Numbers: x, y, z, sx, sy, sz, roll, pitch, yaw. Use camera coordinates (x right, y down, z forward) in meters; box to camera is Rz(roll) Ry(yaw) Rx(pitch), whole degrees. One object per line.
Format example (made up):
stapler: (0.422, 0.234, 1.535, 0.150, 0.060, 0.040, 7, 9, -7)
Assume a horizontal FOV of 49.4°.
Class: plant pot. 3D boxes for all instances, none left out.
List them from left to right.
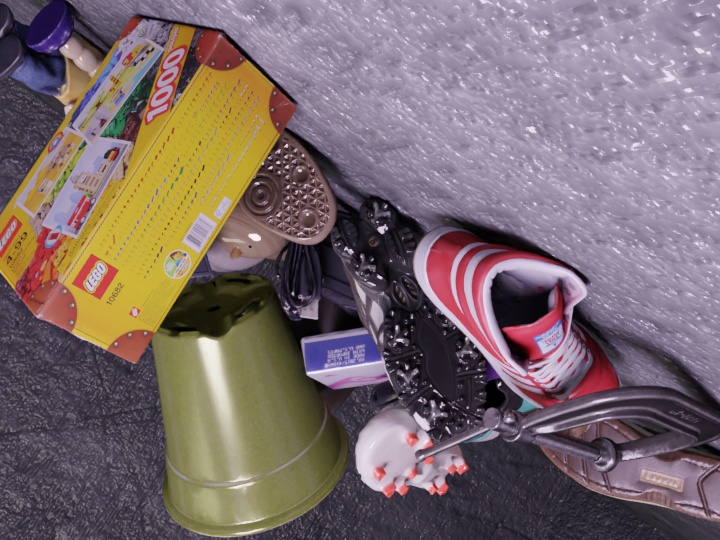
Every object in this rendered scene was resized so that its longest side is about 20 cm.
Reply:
plant pot: (-0.122, 0.113, 0.766, 0.199, 0.197, 0.194, 26, 133, 53)

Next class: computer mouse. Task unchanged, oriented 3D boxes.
computer mouse: (0.000, 0.000, 0.731, 0.052, 0.142, 0.199, -16, 152, 28)

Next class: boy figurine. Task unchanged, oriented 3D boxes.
boy figurine: (-0.297, -0.199, 0.801, 0.126, 0.064, 0.199, 63, -164, 17)

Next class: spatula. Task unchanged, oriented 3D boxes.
spatula: (0.062, 0.084, 0.661, 0.020, 0.058, 0.200, 4, 155, -29)

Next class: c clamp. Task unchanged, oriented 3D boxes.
c clamp: (0.164, 0.115, 0.562, 0.197, 0.028, 0.170, 20, 142, -37)

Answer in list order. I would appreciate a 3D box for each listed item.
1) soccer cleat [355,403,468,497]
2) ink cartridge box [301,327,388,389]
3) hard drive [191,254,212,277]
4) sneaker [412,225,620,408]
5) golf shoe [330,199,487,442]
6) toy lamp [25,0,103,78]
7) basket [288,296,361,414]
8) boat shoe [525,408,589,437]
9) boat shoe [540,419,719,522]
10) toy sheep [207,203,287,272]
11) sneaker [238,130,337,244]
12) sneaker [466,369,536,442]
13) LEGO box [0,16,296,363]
soccer cleat: (0.032, 0.144, 0.658, 0.078, 0.069, 0.200, 47, -177, 29)
ink cartridge box: (0.055, 0.085, 0.789, 0.192, 0.044, 0.200, -10, 164, 7)
hard drive: (-0.208, -0.073, 0.716, 0.199, 0.042, 0.137, 29, 138, 48)
sneaker: (0.127, 0.050, 0.521, 0.199, 0.072, 0.112, 39, 176, -20)
golf shoe: (0.042, 0.043, 0.625, 0.095, 0.076, 0.203, 79, 169, -69)
toy lamp: (-0.235, -0.178, 0.774, 0.058, 0.059, 0.200, 28, 169, 40)
basket: (-0.037, 0.070, 0.955, 0.179, 0.202, 0.136, 36, 173, -24)
boat shoe: (0.171, 0.116, 0.759, 0.072, 0.076, 0.199, 58, 161, -12)
boat shoe: (0.269, 0.185, 0.750, 0.199, 0.076, 0.074, 20, -177, 31)
toy sheep: (-0.136, -0.066, 0.783, 0.199, 0.139, 0.138, 29, 173, 45)
sneaker: (-0.087, -0.093, 0.647, 0.199, 0.071, 0.075, 40, -173, 17)
sneaker: (0.102, 0.108, 0.695, 0.078, 0.073, 0.200, 0, 156, -24)
LEGO box: (-0.155, -0.063, 0.536, 0.148, 0.202, 0.077, 25, 172, 48)
